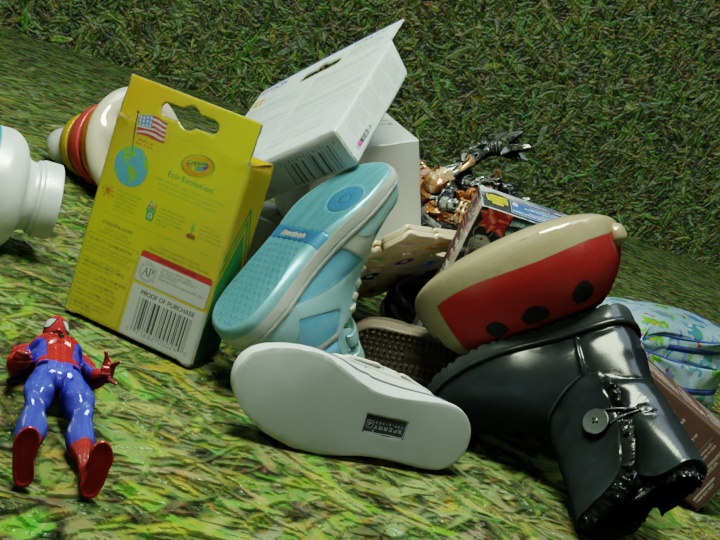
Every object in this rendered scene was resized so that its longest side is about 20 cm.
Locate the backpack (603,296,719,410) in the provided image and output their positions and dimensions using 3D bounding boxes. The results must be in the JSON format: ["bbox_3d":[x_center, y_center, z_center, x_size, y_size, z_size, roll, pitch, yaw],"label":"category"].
[{"bbox_3d":[0.323,0.100,1.158,0.199,0.155,0.163,28,1,-23],"label":"backpack"}]

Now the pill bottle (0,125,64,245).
[{"bbox_3d":[-0.365,-0.083,0.888,0.198,0.112,0.111,14,13,-28],"label":"pill bottle"}]

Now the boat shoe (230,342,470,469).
[{"bbox_3d":[-0.010,0.095,0.764,0.198,0.073,0.066,15,8,-25],"label":"boat shoe"}]

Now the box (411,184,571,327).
[{"bbox_3d":[0.138,0.027,0.990,0.135,0.202,0.040,17,33,-10],"label":"box"}]

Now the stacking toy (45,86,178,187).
[{"bbox_3d":[-0.338,-0.162,1.321,0.198,0.148,0.145,8,1,42],"label":"stacking toy"}]

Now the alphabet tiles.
[{"bbox_3d":[0.000,0.000,1.015,0.199,0.015,0.195,-26,-16,34],"label":"alphabet tiles"}]

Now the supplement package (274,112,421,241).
[{"bbox_3d":[-0.020,-0.101,1.085,0.118,0.123,0.200,-8,24,-13],"label":"supplement package"}]

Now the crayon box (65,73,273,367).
[{"bbox_3d":[-0.150,-0.041,0.824,0.126,0.202,0.051,23,12,15],"label":"crayon box"}]

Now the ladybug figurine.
[{"bbox_3d":[0.137,0.017,0.860,0.135,0.199,0.073,6,61,-51],"label":"ladybug figurine"}]

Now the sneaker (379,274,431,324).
[{"bbox_3d":[0.114,0.058,1.068,0.197,0.075,0.085,12,-21,6],"label":"sneaker"}]

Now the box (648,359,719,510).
[{"bbox_3d":[0.246,0.116,0.928,0.200,0.075,0.100,41,11,-5],"label":"box"}]

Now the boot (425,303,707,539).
[{"bbox_3d":[0.152,0.131,0.799,0.077,0.198,0.169,53,19,-43],"label":"boot"}]

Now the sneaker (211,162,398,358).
[{"bbox_3d":[-0.021,0.015,0.842,0.079,0.200,0.131,21,-27,52],"label":"sneaker"}]

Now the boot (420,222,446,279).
[{"bbox_3d":[0.123,0.016,1.175,0.163,0.066,0.200,25,-18,15],"label":"boot"}]

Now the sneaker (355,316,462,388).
[{"bbox_3d":[0.084,0.084,0.960,0.198,0.071,0.076,20,11,0],"label":"sneaker"}]

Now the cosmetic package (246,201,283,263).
[{"bbox_3d":[-0.089,-0.027,1.172,0.198,0.072,0.105,21,13,6],"label":"cosmetic package"}]

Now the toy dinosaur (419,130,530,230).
[{"bbox_3d":[0.109,-0.089,1.081,0.134,0.103,0.201,-23,57,-21],"label":"toy dinosaur"}]

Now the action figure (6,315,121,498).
[{"bbox_3d":[-0.189,0.071,0.641,0.065,0.052,0.200,10,12,-22],"label":"action figure"}]

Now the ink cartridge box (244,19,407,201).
[{"bbox_3d":[-0.053,-0.137,0.956,0.043,0.195,0.201,53,40,-23],"label":"ink cartridge box"}]
